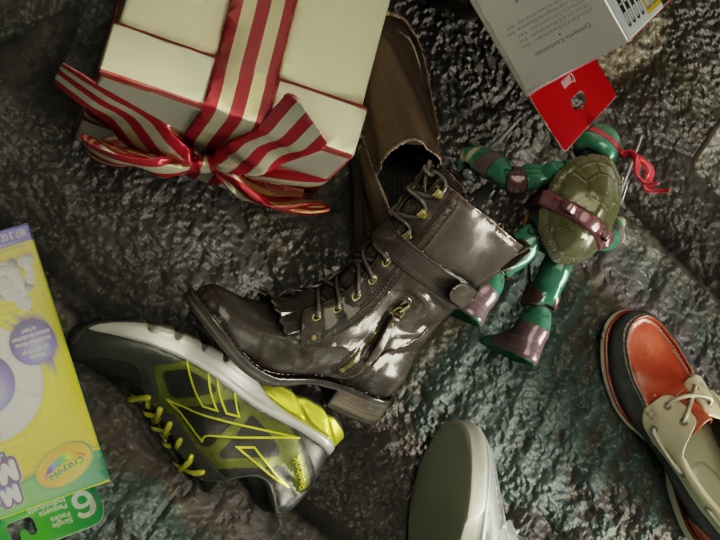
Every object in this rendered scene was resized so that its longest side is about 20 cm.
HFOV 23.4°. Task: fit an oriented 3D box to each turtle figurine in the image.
[{"bbox_3d":[0.134,-0.040,1.239,0.150,0.101,0.200,33,79,-17],"label":"turtle figurine"}]

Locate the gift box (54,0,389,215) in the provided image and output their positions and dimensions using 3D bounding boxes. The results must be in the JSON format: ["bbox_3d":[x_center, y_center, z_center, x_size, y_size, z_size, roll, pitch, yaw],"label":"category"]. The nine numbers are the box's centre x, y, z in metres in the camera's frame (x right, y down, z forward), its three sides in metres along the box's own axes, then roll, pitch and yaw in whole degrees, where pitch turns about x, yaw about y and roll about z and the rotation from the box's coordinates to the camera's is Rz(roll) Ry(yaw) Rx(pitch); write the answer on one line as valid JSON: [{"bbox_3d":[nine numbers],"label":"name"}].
[{"bbox_3d":[-0.085,-0.145,1.093,0.184,0.200,0.187,16,78,-7],"label":"gift box"}]

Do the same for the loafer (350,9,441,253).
[{"bbox_3d":[0.030,-0.091,1.206,0.073,0.071,0.201,-7,85,-26],"label":"loafer"}]

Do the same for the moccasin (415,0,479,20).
[{"bbox_3d":[0.031,-0.247,1.230,0.201,0.074,0.078,32,81,-9],"label":"moccasin"}]

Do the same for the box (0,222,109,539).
[{"bbox_3d":[-0.237,0.082,1.092,0.117,0.048,0.201,-19,94,-23],"label":"box"}]

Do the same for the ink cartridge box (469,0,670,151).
[{"bbox_3d":[0.150,-0.194,1.205,0.176,0.084,0.200,60,26,-7],"label":"ink cartridge box"}]

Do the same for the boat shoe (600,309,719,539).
[{"bbox_3d":[0.243,0.118,1.284,0.071,0.063,0.200,-26,94,-21],"label":"boat shoe"}]

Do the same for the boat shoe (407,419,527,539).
[{"bbox_3d":[0.079,0.205,1.209,0.071,0.070,0.201,5,86,-34],"label":"boat shoe"}]

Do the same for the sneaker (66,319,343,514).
[{"bbox_3d":[-0.105,0.096,1.131,0.200,0.074,0.085,27,76,-18],"label":"sneaker"}]

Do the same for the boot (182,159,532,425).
[{"bbox_3d":[0.000,0.000,1.124,0.200,0.069,0.174,27,106,-41],"label":"boot"}]
